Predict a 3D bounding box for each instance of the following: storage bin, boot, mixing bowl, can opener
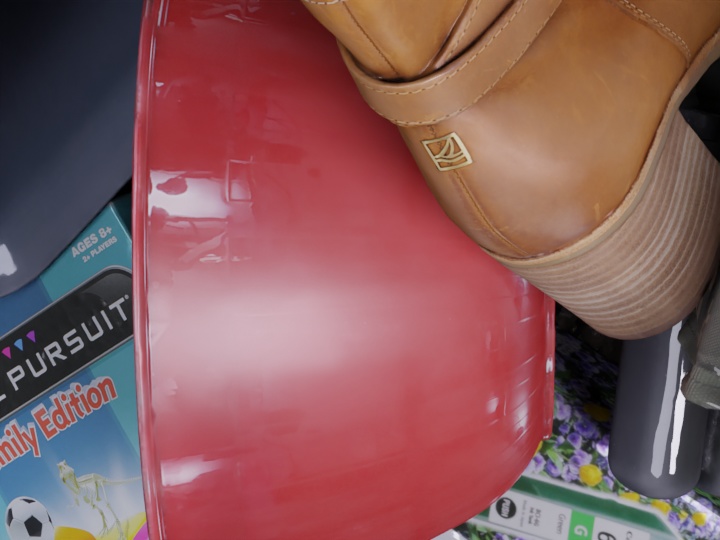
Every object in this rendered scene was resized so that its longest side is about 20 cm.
[{"bbox_3d":[-0.136,-0.107,0.774,0.200,0.145,0.135,-45,48,30],"label":"storage bin"},{"bbox_3d":[0.044,-0.099,0.594,0.076,0.155,0.201,-4,58,36],"label":"boot"},{"bbox_3d":[0.000,0.000,0.675,0.108,0.200,0.201,-1,104,3],"label":"mixing bowl"},{"bbox_3d":[0.100,-0.035,0.710,0.067,0.053,0.201,20,105,60],"label":"can opener"}]

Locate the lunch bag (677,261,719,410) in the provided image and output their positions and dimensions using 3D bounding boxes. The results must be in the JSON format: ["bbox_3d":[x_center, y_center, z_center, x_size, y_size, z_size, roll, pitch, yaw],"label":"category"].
[{"bbox_3d":[0.201,-0.010,0.611,0.199,0.118,0.165,22,100,3],"label":"lunch bag"}]

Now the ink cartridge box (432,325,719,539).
[{"bbox_3d":[0.096,0.110,0.757,0.200,0.050,0.109,34,117,19],"label":"ink cartridge box"}]

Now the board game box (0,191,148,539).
[{"bbox_3d":[-0.079,0.091,0.856,0.151,0.047,0.200,-32,87,32],"label":"board game box"}]
